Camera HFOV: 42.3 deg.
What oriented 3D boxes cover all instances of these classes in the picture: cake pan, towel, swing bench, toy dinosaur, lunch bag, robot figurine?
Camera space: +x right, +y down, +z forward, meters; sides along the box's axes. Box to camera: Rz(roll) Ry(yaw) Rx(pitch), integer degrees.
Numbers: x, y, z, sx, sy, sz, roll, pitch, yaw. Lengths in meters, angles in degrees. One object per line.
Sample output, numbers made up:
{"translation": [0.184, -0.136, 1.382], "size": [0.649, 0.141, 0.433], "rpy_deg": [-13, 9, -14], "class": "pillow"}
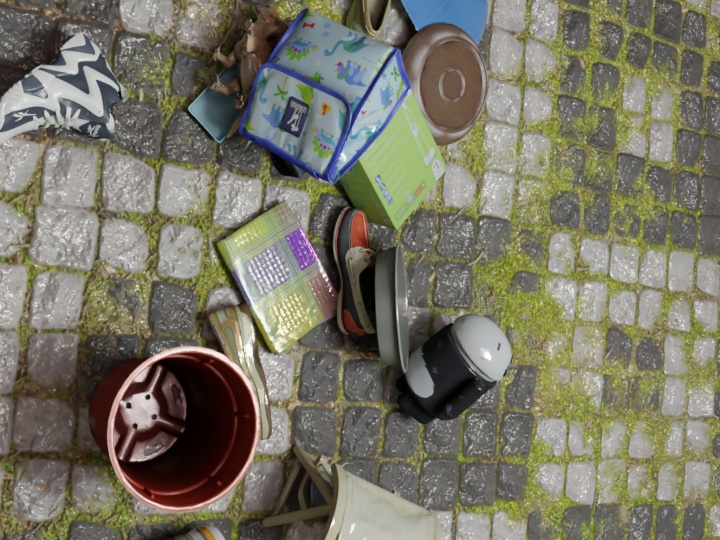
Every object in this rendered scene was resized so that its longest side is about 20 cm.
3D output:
{"translation": [0.049, 0.057, 1.436], "size": [0.036, 0.200, 0.203], "rpy_deg": [-3, 91, 7], "class": "cake pan"}
{"translation": [-0.121, 0.013, 1.413], "size": [0.143, 0.023, 0.202], "rpy_deg": [-35, 106, -27], "class": "towel"}
{"translation": [-0.004, 0.368, 1.375], "size": [0.198, 0.199, 0.131], "rpy_deg": [32, 73, -27], "class": "swing bench"}
{"translation": [-0.143, -0.291, 1.355], "size": [0.135, 0.085, 0.203], "rpy_deg": [-5, 103, -51], "class": "toy dinosaur"}
{"translation": [-0.054, -0.237, 1.293], "size": [0.201, 0.169, 0.128], "rpy_deg": [-57, 157, -9], "class": "lunch bag"}
{"translation": [0.149, 0.159, 1.487], "size": [0.124, 0.200, 0.151], "rpy_deg": [14, 40, -58], "class": "robot figurine"}

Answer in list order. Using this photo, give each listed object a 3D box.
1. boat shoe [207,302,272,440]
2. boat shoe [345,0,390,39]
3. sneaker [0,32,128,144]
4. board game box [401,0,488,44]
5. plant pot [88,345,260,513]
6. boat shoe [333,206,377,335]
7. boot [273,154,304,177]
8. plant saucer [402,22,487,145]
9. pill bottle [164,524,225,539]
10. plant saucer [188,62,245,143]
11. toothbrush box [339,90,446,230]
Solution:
{"translation": [-0.181, 0.153, 1.357], "size": [0.075, 0.072, 0.203], "rpy_deg": [-13, 89, -16], "class": "boat shoe"}
{"translation": [0.028, -0.461, 1.487], "size": [0.073, 0.063, 0.203], "rpy_deg": [22, 76, -28], "class": "boat shoe"}
{"translation": [-0.388, -0.202, 1.220], "size": [0.130, 0.079, 0.200], "rpy_deg": [46, 57, -13], "class": "sneaker"}
{"translation": [0.132, -0.451, 1.565], "size": [0.158, 0.039, 0.201], "rpy_deg": [-47, 122, -21], "class": "board game box"}
{"translation": [-0.262, 0.196, 1.223], "size": [0.198, 0.194, 0.204], "rpy_deg": [1, 89, -31], "class": "plant pot"}
{"translation": [0.000, 0.000, 1.453], "size": [0.071, 0.062, 0.203], "rpy_deg": [5, 82, -47], "class": "boat shoe"}
{"translation": [-0.082, -0.264, 1.419], "size": [0.200, 0.065, 0.166], "rpy_deg": [-44, 113, -21], "class": "boot"}
{"translation": [0.146, -0.310, 1.557], "size": [0.198, 0.032, 0.203], "rpy_deg": [-9, 105, -35], "class": "plant saucer"}
{"translation": [-0.275, 0.430, 1.258], "size": [0.198, 0.116, 0.118], "rpy_deg": [-12, 95, -30], "class": "pill bottle"}
{"translation": [-0.174, -0.282, 1.389], "size": [0.070, 0.019, 0.201], "rpy_deg": [46, 66, -22], "class": "plant saucer"}
{"translation": [0.033, -0.188, 1.440], "size": [0.146, 0.085, 0.201], "rpy_deg": [-51, 134, -22], "class": "toothbrush box"}
